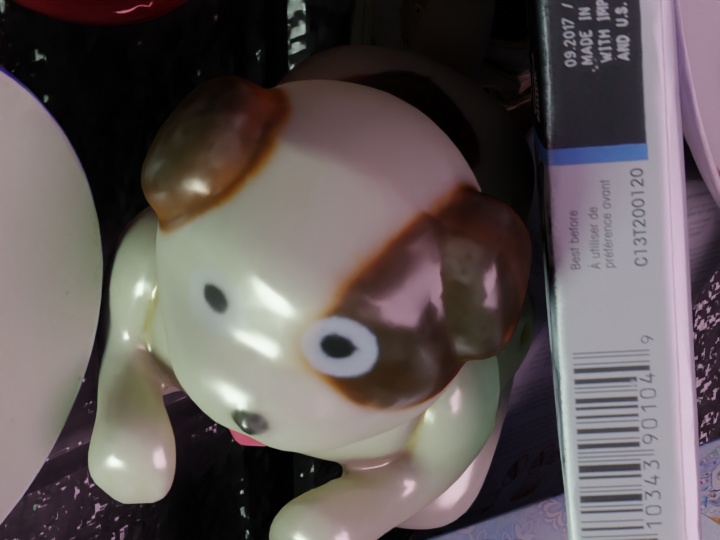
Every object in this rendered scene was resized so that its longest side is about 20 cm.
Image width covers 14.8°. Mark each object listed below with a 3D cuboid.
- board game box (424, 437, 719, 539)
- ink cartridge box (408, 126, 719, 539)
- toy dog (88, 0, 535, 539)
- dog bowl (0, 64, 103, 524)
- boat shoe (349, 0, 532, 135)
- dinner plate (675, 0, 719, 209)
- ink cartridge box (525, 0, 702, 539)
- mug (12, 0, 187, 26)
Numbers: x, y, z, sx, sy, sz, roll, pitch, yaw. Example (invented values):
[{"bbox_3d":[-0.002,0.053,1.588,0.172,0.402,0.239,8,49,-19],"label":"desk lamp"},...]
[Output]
[{"bbox_3d":[0.063,0.132,1.012,0.198,0.044,0.200,-17,159,-9],"label":"board game box"},{"bbox_3d":[0.066,0.030,1.047,0.200,0.047,0.160,-58,160,23],"label":"ink cartridge box"},{"bbox_3d":[0.000,0.000,0.828,0.194,0.139,0.200,-54,176,5],"label":"toy dog"},{"bbox_3d":[-0.174,0.012,0.785,0.200,0.079,0.201,-25,131,-33],"label":"dog bowl"},{"bbox_3d":[0.039,-0.087,0.944,0.074,0.066,0.200,-40,138,-22],"label":"boat shoe"},{"bbox_3d":[0.132,-0.104,0.997,0.200,0.024,0.201,-4,90,-66],"label":"dinner plate"},{"bbox_3d":[0.076,-0.021,0.850,0.200,0.043,0.199,-62,148,-80],"label":"ink cartridge box"},{"bbox_3d":[-0.059,-0.144,0.765,0.200,0.133,0.178,8,107,-44],"label":"mug"}]
